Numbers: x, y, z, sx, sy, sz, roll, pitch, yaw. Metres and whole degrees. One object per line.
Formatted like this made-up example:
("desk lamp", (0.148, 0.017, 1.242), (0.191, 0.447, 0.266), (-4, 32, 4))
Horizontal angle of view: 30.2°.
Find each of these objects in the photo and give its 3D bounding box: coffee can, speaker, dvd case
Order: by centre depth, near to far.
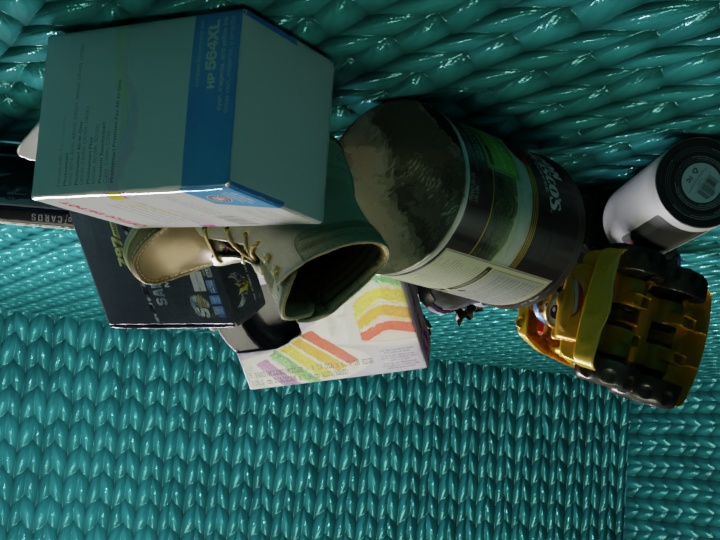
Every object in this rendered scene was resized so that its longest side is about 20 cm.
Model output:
("coffee can", (0.083, -0.052, 1.152), (0.146, 0.147, 0.200), (-2, 170, 37))
("speaker", (0.282, -0.062, 1.222), (0.081, 0.081, 0.200), (5, 173, -3))
("dvd case", (-0.273, -0.081, 1.301), (0.199, 0.025, 0.150), (5, -154, -6))

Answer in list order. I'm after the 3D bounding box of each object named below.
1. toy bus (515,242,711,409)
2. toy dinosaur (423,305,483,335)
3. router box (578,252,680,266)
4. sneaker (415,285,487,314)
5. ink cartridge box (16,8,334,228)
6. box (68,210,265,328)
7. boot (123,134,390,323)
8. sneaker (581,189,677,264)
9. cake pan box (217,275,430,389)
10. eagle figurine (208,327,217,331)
("toy bus", (0.222, 0.042, 1.311), (0.192, 0.136, 0.200), (14, 175, 40))
("toy dinosaur", (0.055, 0.011, 1.494), (0.102, 0.136, 0.200), (-33, 166, 9))
("router box", (0.288, -0.006, 1.708), (0.200, 0.052, 0.157), (-1, 171, 33))
("sneaker", (0.128, 0.000, 1.391), (0.087, 0.075, 0.200), (-13, 176, 28))
("ink cartridge box", (-0.138, -0.103, 0.976), (0.199, 0.126, 0.128), (0, 171, 28))
("box", (-0.182, -0.047, 1.171), (0.157, 0.201, 0.051), (-1, -157, 36))
("boot", (-0.085, -0.014, 1.039), (0.200, 0.155, 0.072), (-26, 133, 1))
("sneaker", (0.260, -0.040, 1.430), (0.091, 0.076, 0.200), (7, 173, 42))
("cake pan box", (-0.046, 0.026, 1.311), (0.199, 0.185, 0.052), (-7, -146, 13))
("eagle figurine", (-0.108, -0.026, 1.418), (0.151, 0.151, 0.200), (-3, 170, -33))
